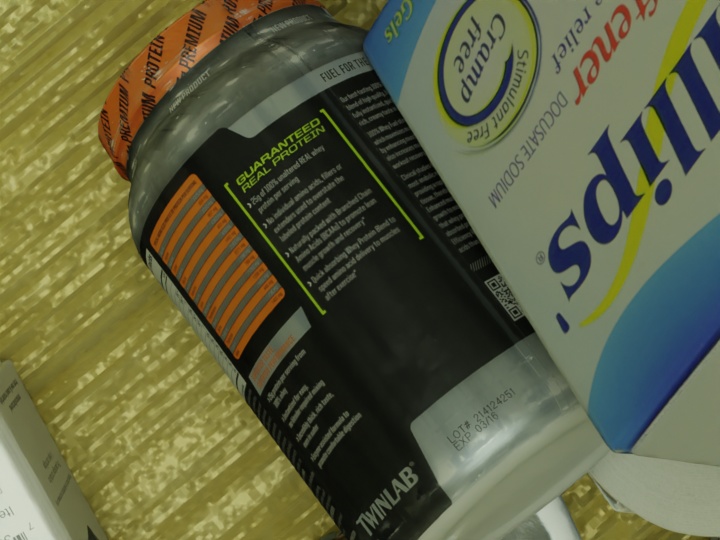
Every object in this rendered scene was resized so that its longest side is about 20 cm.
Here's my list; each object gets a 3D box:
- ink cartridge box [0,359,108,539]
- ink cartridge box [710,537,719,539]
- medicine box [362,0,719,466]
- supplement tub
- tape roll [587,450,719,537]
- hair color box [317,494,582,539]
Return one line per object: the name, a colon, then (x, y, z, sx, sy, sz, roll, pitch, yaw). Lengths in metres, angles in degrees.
ink cartridge box: (-0.151, 0.158, 0.844, 0.145, 0.084, 0.201, -28, 96, 1)
ink cartridge box: (0.234, 0.079, 0.810, 0.144, 0.084, 0.201, 27, 125, -4)
medicine box: (0.117, -0.071, 0.699, 0.102, 0.200, 0.183, 8, 128, -37)
supplement tub: (0.000, 0.000, 0.794, 0.122, 0.123, 0.200, -38, 73, 2)
tape roll: (0.135, -0.005, 0.788, 0.037, 0.202, 0.204, 6, 96, -34)
hair color box: (0.066, 0.179, 0.868, 0.099, 0.061, 0.201, -25, 96, 0)
